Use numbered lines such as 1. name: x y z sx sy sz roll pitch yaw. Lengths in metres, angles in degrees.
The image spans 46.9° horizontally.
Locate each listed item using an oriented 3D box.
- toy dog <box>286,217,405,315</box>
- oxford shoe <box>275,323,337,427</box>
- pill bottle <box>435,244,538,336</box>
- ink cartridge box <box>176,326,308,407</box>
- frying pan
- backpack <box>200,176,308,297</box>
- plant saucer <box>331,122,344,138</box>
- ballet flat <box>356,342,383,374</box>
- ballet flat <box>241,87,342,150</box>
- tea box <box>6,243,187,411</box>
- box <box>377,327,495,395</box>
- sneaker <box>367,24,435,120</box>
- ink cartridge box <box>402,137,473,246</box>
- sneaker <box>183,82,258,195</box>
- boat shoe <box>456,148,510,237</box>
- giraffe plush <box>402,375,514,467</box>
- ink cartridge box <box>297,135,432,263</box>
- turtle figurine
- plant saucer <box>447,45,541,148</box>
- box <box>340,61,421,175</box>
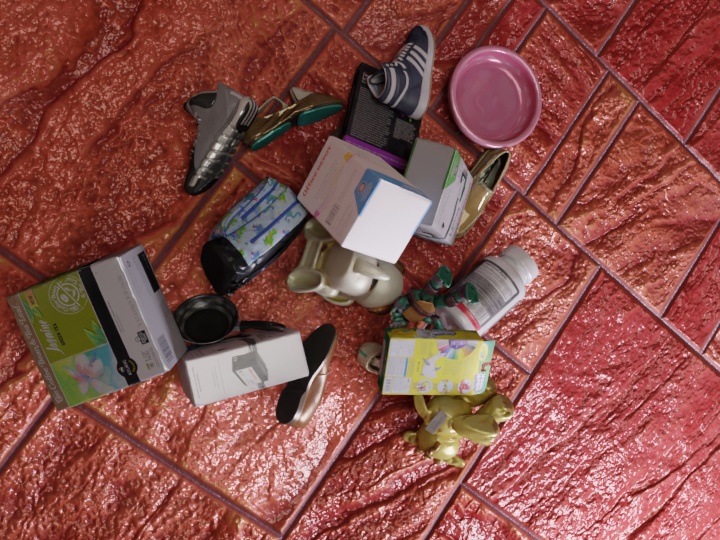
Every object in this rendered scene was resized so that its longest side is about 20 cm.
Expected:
1. toy dog: 0.000 0.000 1.495 0.200 0.194 0.140 29 65 -51
2. oxford shoe: -0.088 0.194 1.535 0.071 0.071 0.200 32 80 -46
3. pill bottle: 0.248 0.042 1.614 0.200 0.111 0.111 -40 104 -14
4. ink cartridge box: -0.208 0.160 1.438 0.200 0.145 0.084 -13 96 -19
5. frying pan: -0.232 0.082 1.451 0.190 0.115 0.031 -8 136 -10
6. backpack: -0.181 -0.066 1.439 0.200 0.163 0.154 -30 86 -23
7. plant saucer: 0.025 -0.196 1.570 0.200 0.029 0.201 -1 93 -19
8. ballet flat: 0.087 0.192 1.586 0.200 0.069 0.070 20 85 -19
9. ballet flat: -0.130 -0.287 1.500 0.200 0.068 0.072 -28 82 -13
10. tea box: -0.418 0.088 1.338 0.196 0.134 0.200 -21 99 6
11. box: 0.137 0.164 1.493 0.200 0.048 0.118 4 112 -11
12. sneaker: 0.074 -0.382 1.532 0.108 0.070 0.200 15 65 -23
13. ink cartridge box: 0.135 -0.137 1.516 0.084 0.200 0.146 17 87 18
14. sneaker: -0.273 -0.237 1.451 0.115 0.075 0.200 36 97 11
15. boat shoe: 0.229 -0.155 1.618 0.072 0.076 0.200 30 82 -18
16. giraffe plush: 0.170 0.295 1.577 0.200 0.162 0.173 -23 57 -33
17. ink cartridge box: -0.002 -0.127 1.405 0.125 0.200 0.129 17 111 -39
18. turtle figurine: 0.111 0.074 1.521 0.150 0.200 0.101 17 46 -37
19. plant saucer: 0.258 -0.337 1.631 0.200 0.051 0.201 0 89 -19
20. box: 0.042 -0.273 1.536 0.143 0.036 0.200 21 66 -19
